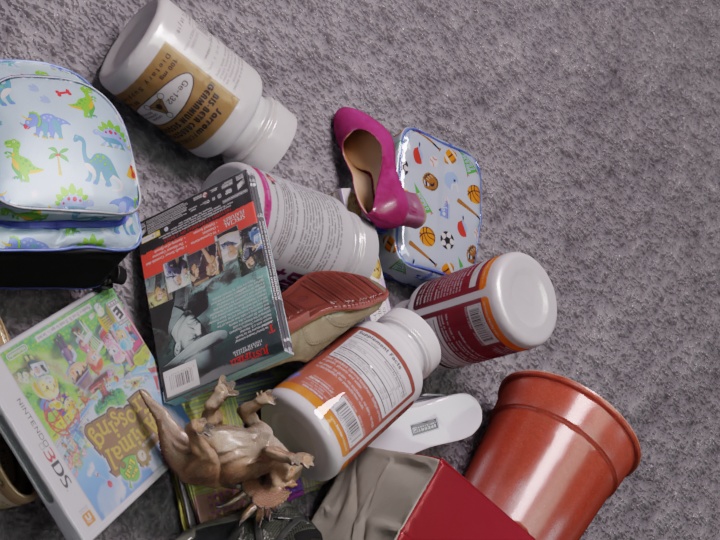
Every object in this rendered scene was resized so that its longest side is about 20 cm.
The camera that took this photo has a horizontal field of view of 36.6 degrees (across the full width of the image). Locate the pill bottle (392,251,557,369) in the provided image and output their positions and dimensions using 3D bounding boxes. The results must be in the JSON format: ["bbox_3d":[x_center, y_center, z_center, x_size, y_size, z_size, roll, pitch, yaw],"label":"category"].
[{"bbox_3d":[0.128,0.055,1.309,0.112,0.199,0.114,15,67,-38],"label":"pill bottle"}]

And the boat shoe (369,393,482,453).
[{"bbox_3d":[0.043,0.181,1.286,0.198,0.068,0.073,-11,92,-22],"label":"boat shoe"}]

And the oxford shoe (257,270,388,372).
[{"bbox_3d":[-0.051,0.053,1.153,0.199,0.070,0.076,-14,127,-42],"label":"oxford shoe"}]

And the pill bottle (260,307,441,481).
[{"bbox_3d":[-0.005,0.127,1.184,0.200,0.112,0.113,-37,102,-36],"label":"pill bottle"}]

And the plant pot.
[{"bbox_3d":[0.213,0.264,1.339,0.201,0.200,0.196,50,58,-19],"label":"plant pot"}]

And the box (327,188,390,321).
[{"bbox_3d":[0.000,0.000,1.321,0.041,0.039,0.202,-6,80,-42],"label":"box"}]

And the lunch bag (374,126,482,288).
[{"bbox_3d":[0.078,-0.080,1.396,0.159,0.075,0.202,17,66,-35],"label":"lunch bag"}]

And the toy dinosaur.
[{"bbox_3d":[-0.130,0.183,1.050,0.198,0.136,0.086,17,38,-20],"label":"toy dinosaur"}]

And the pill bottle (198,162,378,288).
[{"bbox_3d":[-0.079,-0.039,1.206,0.199,0.113,0.115,17,65,-44],"label":"pill bottle"}]

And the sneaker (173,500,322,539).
[{"bbox_3d":[-0.113,0.294,1.066,0.198,0.114,0.077,-15,115,-41],"label":"sneaker"}]

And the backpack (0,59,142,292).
[{"bbox_3d":[-0.297,-0.097,0.994,0.182,0.147,0.202,-1,62,-40],"label":"backpack"}]

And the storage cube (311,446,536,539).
[{"bbox_3d":[0.057,0.309,1.155,0.180,0.199,0.172,42,67,-23],"label":"storage cube"}]

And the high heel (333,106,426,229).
[{"bbox_3d":[0.003,-0.131,1.303,0.096,0.068,0.201,8,38,-50],"label":"high heel"}]

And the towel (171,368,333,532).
[{"bbox_3d":[-0.121,0.187,1.163,0.199,0.023,0.145,-11,84,-44],"label":"towel"}]

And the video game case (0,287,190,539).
[{"bbox_3d":[-0.246,0.125,1.001,0.183,0.022,0.200,61,28,-7],"label":"video game case"}]

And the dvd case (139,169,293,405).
[{"bbox_3d":[-0.149,0.016,1.084,0.022,0.145,0.202,33,38,-58],"label":"dvd case"}]

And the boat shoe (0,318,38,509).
[{"bbox_3d":[-0.324,0.110,0.973,0.071,0.064,0.202,-14,87,-44],"label":"boat shoe"}]

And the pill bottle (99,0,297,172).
[{"bbox_3d":[-0.170,-0.189,1.175,0.199,0.114,0.115,36,55,-29],"label":"pill bottle"}]
